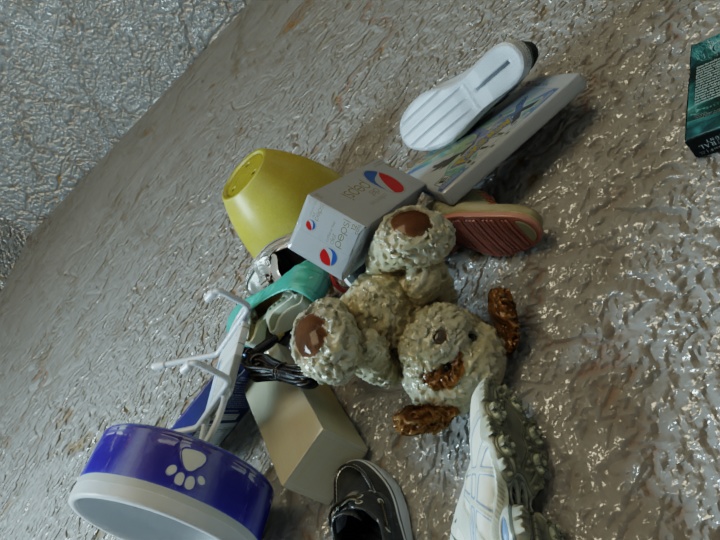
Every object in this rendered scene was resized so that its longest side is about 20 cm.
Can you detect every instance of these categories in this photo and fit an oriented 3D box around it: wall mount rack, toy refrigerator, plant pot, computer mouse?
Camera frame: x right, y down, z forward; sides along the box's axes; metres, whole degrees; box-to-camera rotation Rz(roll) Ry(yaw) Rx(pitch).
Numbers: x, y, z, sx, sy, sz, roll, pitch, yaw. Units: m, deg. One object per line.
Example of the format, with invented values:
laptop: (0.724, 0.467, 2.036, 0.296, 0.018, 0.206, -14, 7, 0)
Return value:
wall mount rack: (-0.193, 0.119, 0.831, 0.174, 0.074, 0.201, -51, 21, 34)
toy refrigerator: (-0.066, 0.168, 0.823, 0.076, 0.070, 0.200, -55, 28, 5)
plant pot: (-0.134, -0.110, 1.148, 0.200, 0.142, 0.201, -35, 33, 28)
computer mouse: (-0.039, 0.084, 0.833, 0.140, 0.046, 0.200, 0, 26, 41)

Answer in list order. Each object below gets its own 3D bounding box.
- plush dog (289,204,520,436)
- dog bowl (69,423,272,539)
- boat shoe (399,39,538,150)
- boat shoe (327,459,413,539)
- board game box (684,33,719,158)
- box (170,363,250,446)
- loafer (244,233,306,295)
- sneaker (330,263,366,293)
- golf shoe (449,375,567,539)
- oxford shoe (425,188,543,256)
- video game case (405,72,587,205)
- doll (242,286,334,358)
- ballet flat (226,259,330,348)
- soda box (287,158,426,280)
plush dog: (0.056, 0.067, 0.689, 0.171, 0.161, 0.200, 36, 74, 21)
dog bowl: (-0.197, 0.244, 0.769, 0.200, 0.200, 0.079, -20, 40, 43)
boat shoe: (0.136, -0.208, 0.881, 0.200, 0.072, 0.071, -27, -1, 41)
boat shoe: (0.002, 0.237, 0.648, 0.070, 0.066, 0.200, -44, 30, 13)
board game box: (0.384, -0.185, 0.620, 0.199, 0.028, 0.136, -18, 43, 46)
box: (-0.182, 0.181, 0.931, 0.032, 0.121, 0.200, 40, 90, 17)
loafer: (-0.102, -0.016, 1.059, 0.200, 0.072, 0.063, -33, 11, 24)
sneaker: (0.001, 0.001, 0.862, 0.108, 0.067, 0.201, -37, 5, 28)
golf shoe: (0.100, 0.177, 0.574, 0.097, 0.078, 0.201, -40, 30, 30)
oxford shoe: (0.129, -0.064, 0.804, 0.200, 0.071, 0.074, 6, 57, 55)
video game case: (0.150, -0.161, 0.864, 0.200, 0.022, 0.182, -42, 17, 0)
doll: (-0.120, 0.075, 1.019, 0.200, 0.048, 0.137, -45, 20, 10)
ballet flat: (-0.114, 0.059, 0.904, 0.200, 0.067, 0.071, -37, 24, 35)
soda box: (0.002, -0.061, 0.769, 0.064, 0.068, 0.200, -65, -11, 26)
